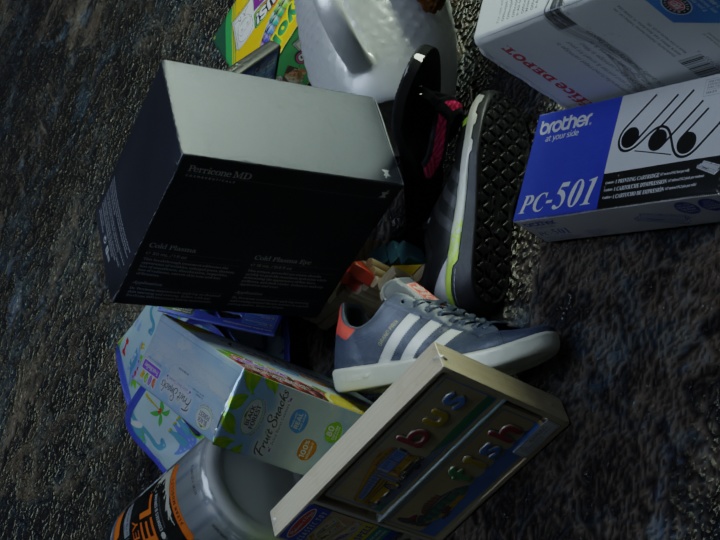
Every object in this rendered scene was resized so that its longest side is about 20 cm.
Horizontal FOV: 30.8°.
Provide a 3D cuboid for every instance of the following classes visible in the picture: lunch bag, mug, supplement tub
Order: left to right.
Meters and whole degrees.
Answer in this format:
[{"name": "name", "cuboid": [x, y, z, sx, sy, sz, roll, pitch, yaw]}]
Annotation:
[{"name": "supplement tub", "cuboid": [-0.145, 0.235, 1.182, 0.200, 0.121, 0.124, -43, 39, 34]}, {"name": "lunch bag", "cuboid": [-0.149, 0.099, 1.280, 0.171, 0.126, 0.201, -52, 44, 30]}, {"name": "mug", "cuboid": [0.007, -0.212, 1.184, 0.146, 0.200, 0.178, -20, 58, 19]}]

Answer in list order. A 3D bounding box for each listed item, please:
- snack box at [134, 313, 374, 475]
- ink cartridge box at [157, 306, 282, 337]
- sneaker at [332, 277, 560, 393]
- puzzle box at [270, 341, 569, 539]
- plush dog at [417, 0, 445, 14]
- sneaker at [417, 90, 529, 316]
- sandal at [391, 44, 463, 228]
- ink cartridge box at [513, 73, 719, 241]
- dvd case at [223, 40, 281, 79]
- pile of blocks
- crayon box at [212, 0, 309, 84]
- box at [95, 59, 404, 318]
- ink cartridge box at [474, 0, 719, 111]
[{"name": "snack box", "cuboid": [-0.063, 0.114, 1.070, 0.168, 0.198, 0.068, 24, 88, 58]}, {"name": "ink cartridge box", "cuboid": [-0.109, -0.027, 1.250, 0.201, 0.117, 0.042, -72, -7, -45]}, {"name": "sneaker", "cuboid": [0.059, 0.044, 1.014, 0.198, 0.075, 0.086, -10, 78, 31]}, {"name": "puzzle box", "cuboid": [0.042, 0.145, 0.962, 0.200, 0.132, 0.026, -48, 36, 26]}, {"name": "plush dog", "cuboid": [0.097, -0.320, 1.124, 0.169, 0.160, 0.203, -8, 62, 27]}, {"name": "sneaker", "cuboid": [0.081, -0.055, 1.082, 0.082, 0.071, 0.203, -7, 64, 44]}, {"name": "sandal", "cuboid": [0.063, -0.109, 1.092, 0.045, 0.201, 0.076, 21, 59, 21]}, {"name": "ink cartridge box", "cuboid": [0.202, -0.079, 0.956, 0.199, 0.044, 0.095, -7, 62, 53]}, {"name": "dvd case", "cuboid": [-0.138, -0.123, 1.346, 0.143, 0.017, 0.202, -45, -24, -46]}, {"name": "pile of blocks", "cuboid": [0.000, 0.000, 1.180, 0.199, 0.062, 0.083, -9, 62, 52]}, {"name": "crayon box", "cuboid": [-0.076, -0.302, 1.487, 0.201, 0.058, 0.173, -56, 34, 15]}, {"name": "box", "cuboid": [-0.096, -0.061, 1.092, 0.183, 0.197, 0.105, -54, 41, 41]}, {"name": "ink cartridge box", "cuboid": [0.202, -0.188, 0.934, 0.199, 0.144, 0.085, -11, 60, 52]}]
